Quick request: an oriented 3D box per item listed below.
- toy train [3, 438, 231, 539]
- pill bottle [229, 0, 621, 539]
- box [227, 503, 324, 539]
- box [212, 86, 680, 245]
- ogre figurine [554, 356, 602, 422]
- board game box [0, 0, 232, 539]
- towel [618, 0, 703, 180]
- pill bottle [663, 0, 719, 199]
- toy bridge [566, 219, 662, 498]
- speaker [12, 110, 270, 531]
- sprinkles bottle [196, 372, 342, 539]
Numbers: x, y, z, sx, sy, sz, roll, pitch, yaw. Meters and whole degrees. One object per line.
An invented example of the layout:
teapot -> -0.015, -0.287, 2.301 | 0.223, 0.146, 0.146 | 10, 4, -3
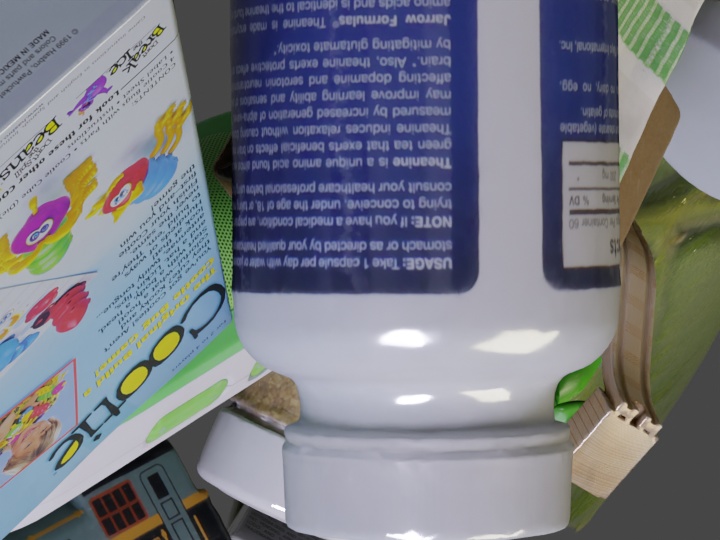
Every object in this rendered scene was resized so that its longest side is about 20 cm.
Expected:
toy train -> -0.122, 0.142, 0.997 | 0.199, 0.114, 0.085 | -26, 175, -43
pill bottle -> 0.018, -0.028, 0.749 | 0.111, 0.110, 0.202 | -4, 93, -66
box -> -0.035, 0.185, 1.259 | 0.201, 0.112, 0.102 | -61, 179, 37
box -> 0.037, -0.044, 0.903 | 0.164, 0.021, 0.200 | -62, 142, -19
ogre figurine -> 0.079, 0.038, 1.294 | 0.200, 0.098, 0.121 | 62, 53, -88
board game box -> -0.109, -0.024, 0.673 | 0.105, 0.103, 0.200 | -43, 162, -16
towel -> 0.070, -0.097, 0.879 | 0.201, 0.023, 0.153 | -59, 139, -14
pill bottle -> 0.223, -0.125, 1.230 | 0.200, 0.114, 0.114 | -40, 161, -25
toy bridge -> 0.080, 0.004, 1.021 | 0.067, 0.027, 0.200 | -50, -153, 17
speaker -> -0.076, 0.012, 0.863 | 0.200, 0.088, 0.089 | -32, 157, -42
sprinkles bottle -> 0.010, -0.002, 0.976 | 0.201, 0.068, 0.068 | -65, 163, -2
